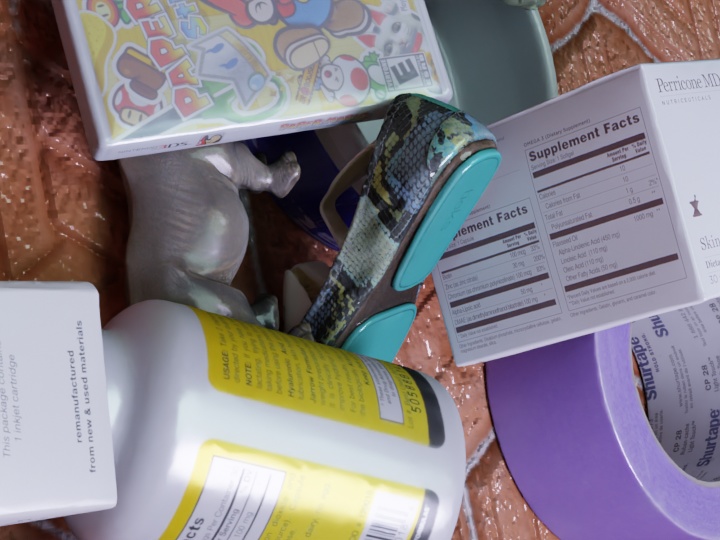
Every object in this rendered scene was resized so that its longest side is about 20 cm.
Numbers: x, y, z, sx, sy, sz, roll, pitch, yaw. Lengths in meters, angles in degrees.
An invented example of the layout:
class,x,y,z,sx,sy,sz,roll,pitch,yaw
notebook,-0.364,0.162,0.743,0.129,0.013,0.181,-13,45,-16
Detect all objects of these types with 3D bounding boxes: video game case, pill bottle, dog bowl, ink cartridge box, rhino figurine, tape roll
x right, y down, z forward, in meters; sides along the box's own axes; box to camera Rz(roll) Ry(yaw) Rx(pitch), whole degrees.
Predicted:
class,x,y,z,sx,sy,sz,roll,pitch,yaw
video game case,-0.064,-0.160,0.766,0.181,0.023,0.201,-11,77,-25
pill bottle,-0.063,0.076,0.691,0.199,0.111,0.112,18,64,-29
dog bowl,0.018,-0.110,0.880,0.199,0.079,0.202,18,64,-42
ink cartridge box,-0.206,0.055,0.537,0.199,0.146,0.084,1,78,-45
rhino figurine,-0.078,-0.047,0.769,0.087,0.060,0.201,2,74,-32
tape roll,0.171,0.070,0.979,0.199,0.085,0.201,17,66,-42

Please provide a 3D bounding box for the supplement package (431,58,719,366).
class,x,y,z,sx,sy,sz,roll,pitch,yaw
supplement package,0.152,-0.035,0.818,0.199,0.155,0.112,-12,85,-46

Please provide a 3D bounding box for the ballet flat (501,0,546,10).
class,x,y,z,sx,sy,sz,roll,pitch,yaw
ballet flat,0.078,-0.178,0.832,0.200,0.071,0.072,-12,86,-63

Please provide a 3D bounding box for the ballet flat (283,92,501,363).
class,x,y,z,sx,sy,sz,roll,pitch,yaw
ballet flat,0.000,0.000,0.785,0.074,0.201,0.074,25,24,-12
